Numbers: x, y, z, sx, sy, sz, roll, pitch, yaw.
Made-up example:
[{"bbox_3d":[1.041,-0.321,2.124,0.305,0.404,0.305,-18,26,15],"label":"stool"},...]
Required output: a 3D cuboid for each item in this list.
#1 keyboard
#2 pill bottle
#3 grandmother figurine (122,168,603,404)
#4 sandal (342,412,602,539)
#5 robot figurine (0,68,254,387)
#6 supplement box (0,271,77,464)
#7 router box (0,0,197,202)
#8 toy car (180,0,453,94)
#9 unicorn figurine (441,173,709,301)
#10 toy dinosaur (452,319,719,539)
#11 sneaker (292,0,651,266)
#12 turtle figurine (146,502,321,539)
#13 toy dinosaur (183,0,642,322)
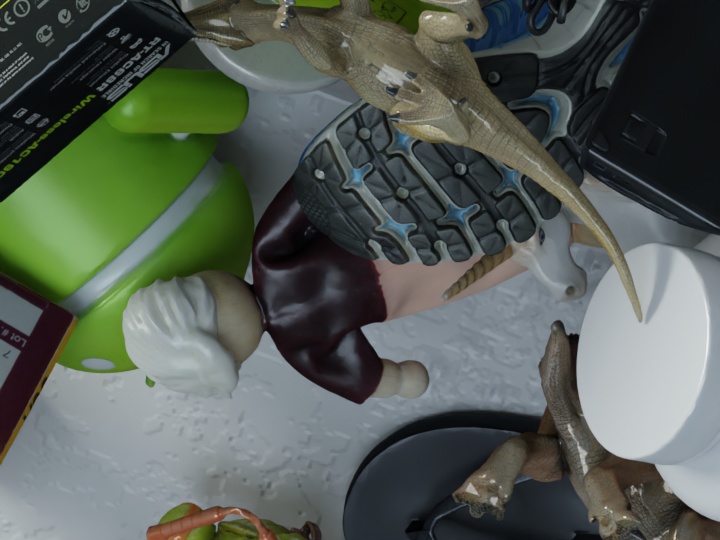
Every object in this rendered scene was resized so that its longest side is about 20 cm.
[{"bbox_3d":[0.127,-0.116,0.910,0.127,0.201,0.021,30,159,-7],"label":"keyboard"},{"bbox_3d":[0.182,0.044,0.937,0.199,0.113,0.113,10,128,-31],"label":"pill bottle"},{"bbox_3d":[0.000,0.000,1.021,0.199,0.061,0.122,-21,106,-13],"label":"grandmother figurine"},{"bbox_3d":[0.082,0.102,1.113,0.199,0.043,0.076,-6,115,20],"label":"sandal"},{"bbox_3d":[-0.126,-0.042,1.057,0.175,0.116,0.200,-34,104,30],"label":"robot figurine"},{"bbox_3d":[-0.209,0.063,1.058,0.110,0.086,0.200,31,146,-8],"label":"supplement box"},{"bbox_3d":[-0.178,-0.083,0.888,0.200,0.062,0.150,-39,73,11],"label":"router box"},{"bbox_3d":[-0.026,-0.175,0.943,0.200,0.150,0.175,40,154,-2],"label":"toy car"},{"bbox_3d":[0.140,-0.027,0.999,0.200,0.074,0.137,-45,110,5],"label":"unicorn figurine"},{"bbox_3d":[0.117,0.074,1.013,0.086,0.136,0.200,-10,126,43],"label":"toy dinosaur"},{"bbox_3d":[0.065,-0.071,0.973,0.199,0.090,0.079,-29,110,-2],"label":"sneaker"},{"bbox_3d":[-0.036,0.150,1.159,0.161,0.065,0.200,33,151,-11],"label":"turtle figurine"},{"bbox_3d":[0.025,-0.063,0.869,0.199,0.101,0.058,30,80,10],"label":"toy dinosaur"}]
